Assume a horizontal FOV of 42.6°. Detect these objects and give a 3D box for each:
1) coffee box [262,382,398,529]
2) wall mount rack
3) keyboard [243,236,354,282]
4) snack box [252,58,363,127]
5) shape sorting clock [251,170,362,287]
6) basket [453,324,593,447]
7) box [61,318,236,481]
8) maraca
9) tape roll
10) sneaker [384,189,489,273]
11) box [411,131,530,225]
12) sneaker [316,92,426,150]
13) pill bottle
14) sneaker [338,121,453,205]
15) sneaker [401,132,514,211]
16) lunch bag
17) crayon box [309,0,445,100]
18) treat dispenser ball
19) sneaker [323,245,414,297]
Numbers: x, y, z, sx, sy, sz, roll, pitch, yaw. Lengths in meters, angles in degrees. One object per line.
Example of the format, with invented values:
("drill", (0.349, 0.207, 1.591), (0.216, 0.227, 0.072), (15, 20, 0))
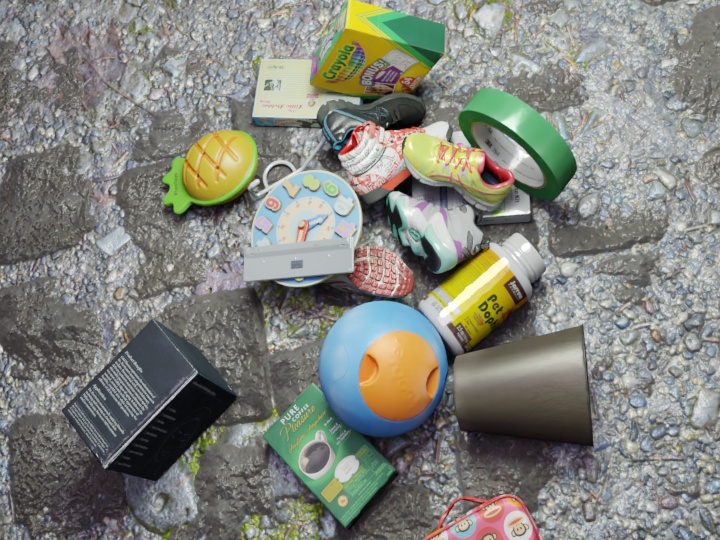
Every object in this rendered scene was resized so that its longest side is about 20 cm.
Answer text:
("coffee box", (-0.047, 0.291, 1.460), (0.199, 0.044, 0.123), (42, 84, 19))
("wall mount rack", (-0.091, -0.132, 1.582), (0.172, 0.075, 0.202), (-31, 71, -1))
("keyboard", (-0.100, -0.017, 1.469), (0.196, 0.011, 0.058), (-5, 82, 23))
("snack box", (-0.091, -0.318, 1.658), (0.195, 0.037, 0.119), (4, 73, 11))
("shape sorting clock", (-0.090, -0.070, 1.503), (0.195, 0.039, 0.205), (-5, 71, 16))
("basket", (0.245, 0.181, 1.394), (0.195, 0.136, 0.185), (-6, 99, 15))
("box", (-0.325, 0.209, 1.454), (0.196, 0.200, 0.124), (-43, 70, -5))
("maraca", (-0.264, -0.171, 1.612), (0.196, 0.107, 0.140), (-20, 57, 19))
("tape roll", (0.241, -0.195, 1.429), (0.199, 0.201, 0.048), (38, 83, 19))
("sneaker", (0.133, -0.078, 1.488), (0.137, 0.079, 0.201), (-19, 45, -21))
("box", (0.184, -0.156, 1.556), (0.195, 0.041, 0.160), (-3, 73, 9))
("sneaker", (0.025, -0.246, 1.571), (0.196, 0.074, 0.083), (-11, 58, -18))
("pill bottle", (0.195, 0.034, 1.458), (0.199, 0.109, 0.110), (-40, 70, -3))
("sneaker", (0.056, -0.209, 1.506), (0.200, 0.067, 0.109), (-40, 112, -11))
("sneaker", (0.158, -0.170, 1.454), (0.197, 0.090, 0.080), (22, 64, -17))
("lunch bag", (0.175, 0.423, 1.357), (0.197, 0.082, 0.179), (-27, 70, 2))
("crayon box", (0.024, -0.354, 1.531), (0.169, 0.200, 0.060), (9, 72, -18))
("treat dispenser ball", (0.035, 0.149, 1.405), (0.196, 0.201, 0.206), (-3, 72, 9))
("sneaker", (0.000, 0.000, 1.516), (0.196, 0.082, 0.079), (16, 77, 24))
